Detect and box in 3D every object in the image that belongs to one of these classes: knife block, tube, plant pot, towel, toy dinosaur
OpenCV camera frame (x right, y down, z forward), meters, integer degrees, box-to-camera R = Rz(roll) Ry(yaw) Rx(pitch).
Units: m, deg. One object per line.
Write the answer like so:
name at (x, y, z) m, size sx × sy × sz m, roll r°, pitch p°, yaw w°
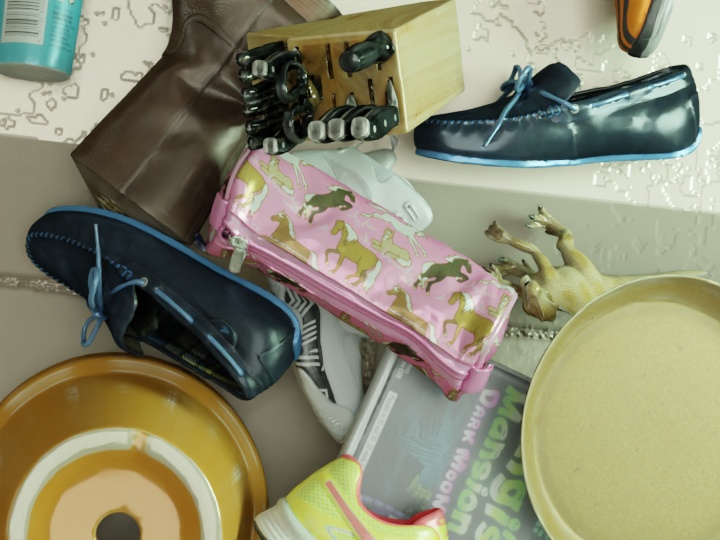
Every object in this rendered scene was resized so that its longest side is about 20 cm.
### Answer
knife block at (0.012, -0.116, 1.147) m, size 0.200 × 0.176 × 0.064 m, roll -13°, pitch 105°, yaw -27°
tube at (-0.203, -0.225, 1.242) m, size 0.077 × 0.050 × 0.200 m, roll 9°, pitch 83°, yaw -19°
plant pot at (-0.152, 0.153, 1.172) m, size 0.200 × 0.183 × 0.200 m, roll 0°, pitch 90°, yaw -7°
towel at (0.192, 0.186, 1.219) m, size 0.144 × 0.023 × 0.200 m, roll -7°, pitch 94°, yaw -18°
toy dinosaur at (0.139, 0.008, 1.263) m, size 0.101 × 0.200 × 0.058 m, roll 40°, pitch 117°, yaw 28°
plant pot at (0.187, 0.102, 1.189) m, size 0.200 × 0.027 × 0.200 m, roll -1°, pitch 92°, yaw -19°

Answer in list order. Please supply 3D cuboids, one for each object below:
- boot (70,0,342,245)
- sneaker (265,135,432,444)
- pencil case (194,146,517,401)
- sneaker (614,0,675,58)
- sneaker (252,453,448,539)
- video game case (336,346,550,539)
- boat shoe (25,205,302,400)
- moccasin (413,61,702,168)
boot at (-0.138, -0.134, 1.225) m, size 0.186 × 0.064 × 0.200 m, roll 35°, pitch 83°, yaw 6°
sneaker at (-0.002, 0.007, 1.247) m, size 0.115 × 0.075 × 0.200 m, roll -17°, pitch 88°, yaw -4°
pencil case at (0.000, 0.000, 1.171) m, size 0.200 × 0.083 × 0.087 m, roll 30°, pitch 75°, yaw -3°
sneaker at (0.160, -0.243, 1.279) m, size 0.112 × 0.078 × 0.200 m, roll 7°, pitch 78°, yaw -3°
sneaker at (0.034, 0.192, 1.162) m, size 0.200 × 0.078 × 0.090 m, roll 42°, pitch 81°, yaw -3°
video game case at (0.067, 0.159, 1.217) m, size 0.182 × 0.023 × 0.200 m, roll 25°, pitch 83°, yaw -6°
boat shoe at (-0.134, 0.018, 1.195) m, size 0.200 × 0.084 × 0.069 m, roll 20°, pitch 56°, yaw 25°
moccasin at (0.129, -0.108, 1.270) m, size 0.200 × 0.080 × 0.068 m, roll -6°, pitch 105°, yaw -20°
